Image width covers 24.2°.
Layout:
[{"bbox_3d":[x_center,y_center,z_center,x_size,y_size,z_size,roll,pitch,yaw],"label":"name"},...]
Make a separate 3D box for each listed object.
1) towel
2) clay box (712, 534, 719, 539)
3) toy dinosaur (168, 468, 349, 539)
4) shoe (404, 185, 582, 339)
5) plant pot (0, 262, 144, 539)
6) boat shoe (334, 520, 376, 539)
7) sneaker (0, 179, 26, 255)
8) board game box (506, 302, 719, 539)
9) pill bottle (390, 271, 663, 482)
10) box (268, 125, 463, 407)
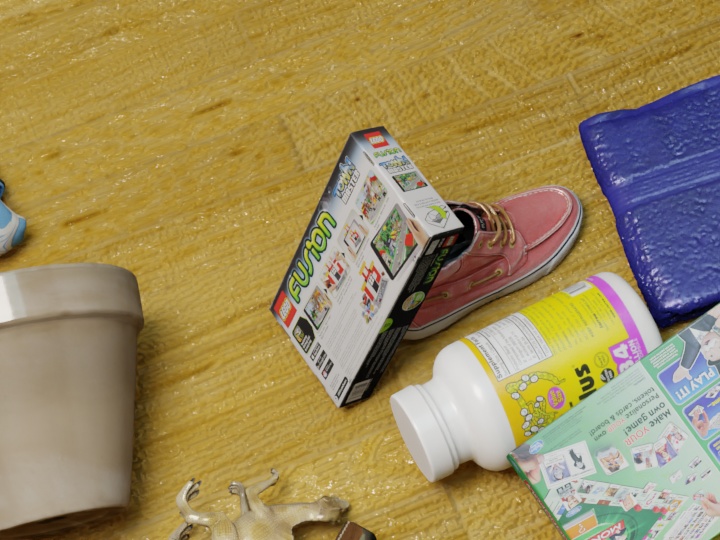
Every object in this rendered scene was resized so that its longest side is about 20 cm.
[{"bbox_3d":[0.278,-0.058,1.386,0.147,0.050,0.201,-18,62,2],"label":"towel"},{"bbox_3d":[0.277,0.132,1.276,0.114,0.048,0.201,22,66,14],"label":"clay box"},{"bbox_3d":[-0.099,0.206,1.244,0.200,0.058,0.101,-38,54,-26],"label":"toy dinosaur"},{"bbox_3d":[0.101,-0.025,1.347,0.199,0.091,0.072,-32,63,-18],"label":"shoe"},{"bbox_3d":[-0.248,0.107,1.262,0.199,0.200,0.175,-13,78,-3],"label":"plant pot"},{"bbox_3d":[-0.053,0.269,1.208,0.073,0.076,0.201,20,63,18],"label":"boat shoe"},{"bbox_3d":[-0.352,-0.081,1.434,0.072,0.072,0.200,-8,46,-41],"label":"sneaker"},{"bbox_3d":[0.224,0.132,1.216,0.199,0.029,0.135,-34,81,-7],"label":"board game box"},{"bbox_3d":[0.127,0.086,1.280,0.199,0.104,0.105,-25,62,-10],"label":"pill bottle"},{"bbox_3d":[0.000,0.000,1.285,0.035,0.201,0.110,-15,56,-37],"label":"box"}]
